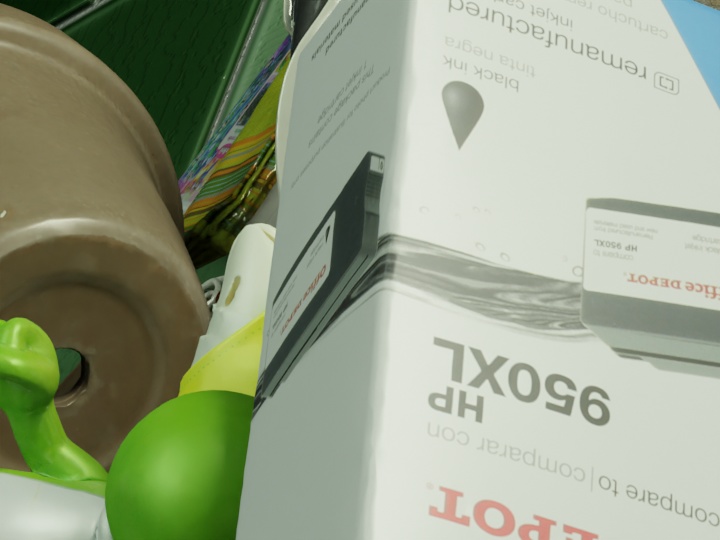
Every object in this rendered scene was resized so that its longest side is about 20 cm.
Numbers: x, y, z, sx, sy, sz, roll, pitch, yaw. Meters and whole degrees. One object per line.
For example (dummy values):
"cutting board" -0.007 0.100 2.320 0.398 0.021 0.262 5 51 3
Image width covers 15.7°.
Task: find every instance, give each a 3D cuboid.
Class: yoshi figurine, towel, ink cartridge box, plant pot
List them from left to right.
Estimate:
"plant pot" -0.135 0.013 0.939 0.200 0.200 0.175 -56 33 -1
"yoshi figurine" -0.086 0.075 0.737 0.200 0.112 0.112 -12 19 10
"towel" -0.027 -0.080 1.090 0.200 0.018 0.086 -58 16 -23
"ink cartridge box" 0.054 0.024 0.665 0.084 0.145 0.200 131 151 -50

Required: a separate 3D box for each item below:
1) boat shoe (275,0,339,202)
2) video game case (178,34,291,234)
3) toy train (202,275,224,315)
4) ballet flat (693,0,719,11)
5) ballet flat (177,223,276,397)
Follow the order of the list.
"boat shoe" 0.006 -0.087 0.900 0.060 0.074 0.200 142 135 -72
"video game case" -0.013 -0.089 1.157 0.182 0.024 0.200 -54 13 -5
"toy train" -0.008 -0.005 1.081 0.200 0.056 0.150 -46 13 28
"ballet flat" 0.131 -0.050 0.793 0.067 0.200 0.068 22 73 21
"ballet flat" 0.000 0.000 0.806 0.200 0.067 0.067 -39 -12 10
